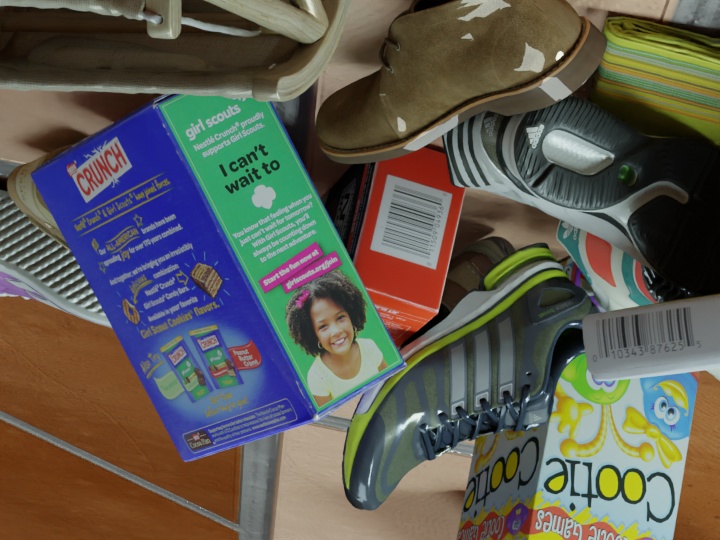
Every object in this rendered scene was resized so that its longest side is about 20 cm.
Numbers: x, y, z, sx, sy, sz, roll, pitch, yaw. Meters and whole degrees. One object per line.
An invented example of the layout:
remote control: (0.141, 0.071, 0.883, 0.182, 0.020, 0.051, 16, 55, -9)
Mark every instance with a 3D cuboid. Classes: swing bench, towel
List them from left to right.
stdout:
swing bench: (-0.132, -0.152, 1.331, 0.199, 0.130, 0.200, 2, 158, 23)
towel: (0.165, -0.084, 1.509, 0.086, 0.018, 0.200, 16, 161, 5)

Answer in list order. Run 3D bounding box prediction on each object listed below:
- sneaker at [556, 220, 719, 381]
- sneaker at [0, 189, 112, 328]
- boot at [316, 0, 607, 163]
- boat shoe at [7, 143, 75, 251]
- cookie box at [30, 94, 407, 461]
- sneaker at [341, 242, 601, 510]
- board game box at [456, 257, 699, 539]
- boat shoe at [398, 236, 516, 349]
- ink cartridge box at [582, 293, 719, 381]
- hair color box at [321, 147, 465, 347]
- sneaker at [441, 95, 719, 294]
sneaker: (0.190, 0.010, 1.691, 0.093, 0.070, 0.200, 19, 170, 38)
sneaker: (-0.212, -0.006, 1.858, 0.200, 0.073, 0.114, 22, 164, 4)
boot: (0.035, -0.112, 1.456, 0.075, 0.074, 0.200, 44, 143, -23)
boat shoe: (-0.133, -0.021, 1.775, 0.200, 0.071, 0.065, 34, 158, -29)
cookie box: (-0.085, -0.003, 1.615, 0.171, 0.075, 0.200, -21, 98, 57)
sneaker: (0.068, 0.071, 1.640, 0.081, 0.200, 0.074, 37, 163, 26)
board game box: (0.140, 0.108, 1.762, 0.105, 0.200, 0.103, 20, 158, -21)
boat shoe: (0.041, 0.038, 1.785, 0.076, 0.072, 0.200, 55, 151, 9)
ink cartridge box: (0.257, 0.024, 1.516, 0.198, 0.047, 0.200, -12, 177, 36)
hair color box: (0.000, 0.000, 1.697, 0.061, 0.102, 0.200, 17, 158, -11)
sneaker: (0.127, -0.053, 1.530, 0.200, 0.076, 0.115, 27, 176, -37)
